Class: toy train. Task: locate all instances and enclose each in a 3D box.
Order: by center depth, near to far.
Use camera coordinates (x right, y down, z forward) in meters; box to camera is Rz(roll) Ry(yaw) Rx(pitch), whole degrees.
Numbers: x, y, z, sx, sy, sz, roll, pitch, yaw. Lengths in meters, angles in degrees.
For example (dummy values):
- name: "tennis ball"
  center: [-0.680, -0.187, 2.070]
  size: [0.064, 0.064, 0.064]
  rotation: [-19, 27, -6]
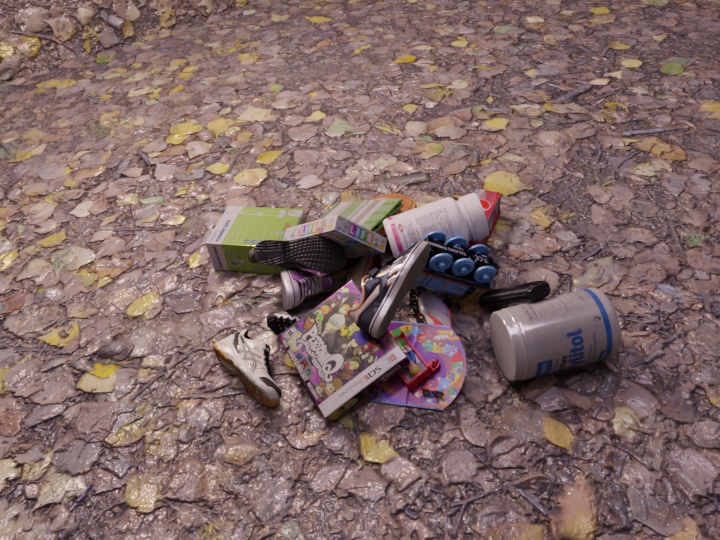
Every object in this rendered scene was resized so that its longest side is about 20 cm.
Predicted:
- name: "toy train"
  center: [0.176, -0.005, 1.277]
  size: [0.198, 0.114, 0.087]
  rotation: [14, 44, -26]

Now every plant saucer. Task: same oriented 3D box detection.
- name: "plant saucer"
  center: [0.035, -0.129, 1.520]
  size: [0.198, 0.038, 0.201]
  rotation: [-20, 23, 9]

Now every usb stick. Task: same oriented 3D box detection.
- name: "usb stick"
  center: [0.290, 0.047, 1.236]
  size: [0.055, 0.033, 0.200]
  rotation: [-22, 0, -18]

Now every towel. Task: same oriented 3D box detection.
- name: "towel"
  center: [-0.016, -0.112, 1.457]
  size: [0.199, 0.031, 0.149]
  rotation: [2, 36, 40]

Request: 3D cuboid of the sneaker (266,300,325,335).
- name: "sneaker"
  center: [-0.088, 0.101, 1.306]
  size: [0.198, 0.067, 0.091]
  rotation: [5, 36, 13]

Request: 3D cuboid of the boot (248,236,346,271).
- name: "boot"
  center: [-0.134, -0.036, 1.360]
  size: [0.198, 0.069, 0.131]
  rotation: [4, -1, -12]

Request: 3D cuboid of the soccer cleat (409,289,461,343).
- name: "soccer cleat"
  center: [0.145, 0.080, 1.296]
  size: [0.072, 0.069, 0.201]
  rotation: [4, 39, -12]

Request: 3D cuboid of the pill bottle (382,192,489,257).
- name: "pill bottle"
  center: [0.155, -0.083, 1.334]
  size: [0.198, 0.114, 0.114]
  rotation: [-19, 40, 3]

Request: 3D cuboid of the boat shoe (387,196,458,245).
- name: "boat shoe"
  center: [0.154, -0.096, 1.496]
  size: [0.199, 0.065, 0.072]
  rotation: [-31, 52, -13]

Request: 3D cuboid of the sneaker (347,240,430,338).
- name: "sneaker"
  center: [0.049, 0.019, 1.164]
  size: [0.079, 0.079, 0.201]
  rotation: [27, 71, 22]

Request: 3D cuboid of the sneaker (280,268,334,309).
- name: "sneaker"
  center: [-0.109, 0.027, 1.343]
  size: [0.113, 0.073, 0.201]
  rotation: [-3, 13, -4]

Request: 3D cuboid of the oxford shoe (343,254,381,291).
- name: "oxford shoe"
  center: [0.000, 0.000, 1.403]
  size: [0.074, 0.071, 0.201]
  rotation: [-3, 38, 17]

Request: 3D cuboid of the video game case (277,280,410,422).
- name: "video game case"
  center: [-0.034, 0.144, 1.188]
  size: [0.181, 0.036, 0.201]
  rotation: [-36, 56, -1]

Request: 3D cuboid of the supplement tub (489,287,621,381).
- name: "supplement tub"
  center: [0.347, 0.114, 1.163]
  size: [0.198, 0.133, 0.132]
  rotation: [-14, 40, -6]

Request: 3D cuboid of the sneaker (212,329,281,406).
- name: "sneaker"
  center: [-0.198, 0.174, 1.225]
  size: [0.087, 0.076, 0.200]
  rotation: [-32, 46, -26]

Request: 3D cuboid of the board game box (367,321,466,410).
- name: "board game box"
  center: [0.091, 0.162, 1.172]
  size: [0.198, 0.039, 0.159]
  rotation: [4, 65, 15]

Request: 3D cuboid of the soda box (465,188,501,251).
- name: "soda box"
  center: [0.264, -0.103, 1.478]
  size: [0.063, 0.070, 0.201]
  rotation: [13, 44, 21]

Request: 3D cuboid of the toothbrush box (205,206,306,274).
- name: "toothbrush box"
  center: [-0.237, -0.073, 1.512]
  size: [0.198, 0.087, 0.146]
  rotation: [4, 42, 13]

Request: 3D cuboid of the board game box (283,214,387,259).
- name: "board game box"
  center: [-0.057, -0.064, 1.376]
  size: [0.199, 0.134, 0.035]
  rotation: [-8, 65, 52]
